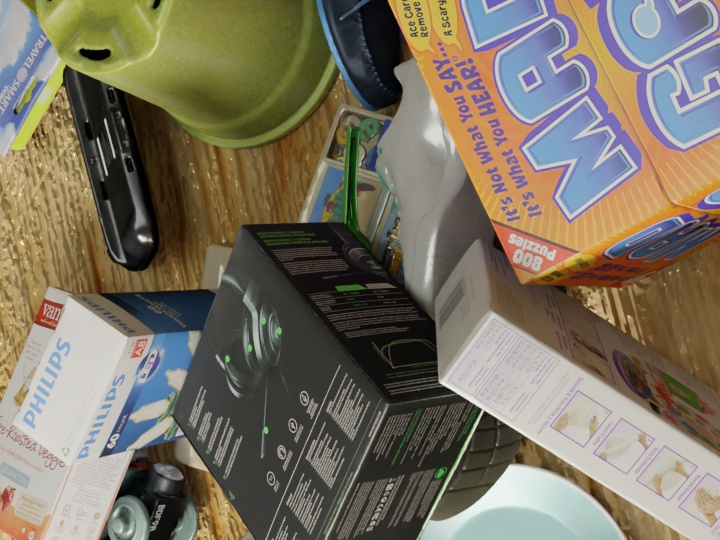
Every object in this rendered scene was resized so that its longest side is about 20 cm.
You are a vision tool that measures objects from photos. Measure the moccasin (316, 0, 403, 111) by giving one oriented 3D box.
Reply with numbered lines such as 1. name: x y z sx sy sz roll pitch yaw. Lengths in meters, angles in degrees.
1. moccasin: 0.004 -0.223 0.975 0.068 0.080 0.201 -17 82 23

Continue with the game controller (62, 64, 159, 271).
1. game controller: -0.206 -0.101 1.088 0.104 0.042 0.201 -32 72 58

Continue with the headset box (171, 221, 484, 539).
1. headset box: -0.031 0.085 0.877 0.200 0.093 0.175 47 127 38

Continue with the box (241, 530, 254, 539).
1. box: -0.068 0.267 0.949 0.200 0.078 0.095 -53 39 -10

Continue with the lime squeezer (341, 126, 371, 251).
1. lime squeezer: 0.000 0.000 0.929 0.038 0.071 0.201 -8 71 -14

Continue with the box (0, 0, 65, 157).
1. box: -0.334 -0.203 1.172 0.200 0.048 0.122 43 109 26

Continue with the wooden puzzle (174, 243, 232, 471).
1. wooden puzzle: -0.062 0.085 1.029 0.199 0.037 0.186 12 95 29

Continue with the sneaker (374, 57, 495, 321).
1. sneaker: 0.046 -0.060 0.925 0.088 0.075 0.201 -1 75 34

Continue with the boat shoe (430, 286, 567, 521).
1. boat shoe: 0.084 0.083 0.933 0.075 0.074 0.200 26 97 -17

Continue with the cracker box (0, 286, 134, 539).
1. cracker box: -0.242 0.123 1.069 0.134 0.058 0.201 13 79 47

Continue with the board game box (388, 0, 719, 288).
1. board game box: 0.177 -0.122 0.808 0.200 0.200 0.200 -30 75 25

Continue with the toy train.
1. toy train: -0.213 0.240 1.088 0.114 0.085 0.201 31 103 36

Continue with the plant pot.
1. plant pot: -0.140 -0.203 0.993 0.200 0.184 0.201 -1 88 29

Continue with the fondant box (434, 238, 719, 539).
1. fondant box: 0.143 0.073 0.810 0.200 0.144 0.058 31 107 -8

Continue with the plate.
1. plate: 0.114 0.238 0.937 0.200 0.026 0.201 0 90 29

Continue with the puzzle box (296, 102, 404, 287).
1. puzzle box: 0.012 -0.015 0.975 0.133 0.025 0.201 19 89 23

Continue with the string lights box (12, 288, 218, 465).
1. string lights box: -0.152 0.071 0.945 0.059 0.200 0.103 31 104 21
